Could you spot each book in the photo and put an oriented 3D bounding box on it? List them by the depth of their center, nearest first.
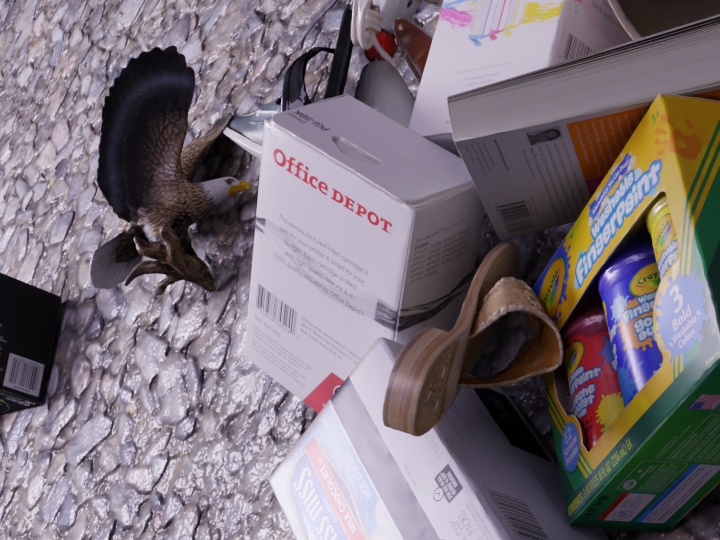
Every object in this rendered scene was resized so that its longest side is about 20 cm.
[{"bbox_3d":[0.164,-0.080,0.812,0.199,0.134,0.048,-14,61,12],"label":"book"}]

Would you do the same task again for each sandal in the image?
[{"bbox_3d":[0.086,0.049,0.817,0.069,0.212,0.078,17,116,19],"label":"sandal"},{"bbox_3d":[-0.045,-0.112,1.045,0.075,0.048,0.202,131,156,-81],"label":"sandal"}]

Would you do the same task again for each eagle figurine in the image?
[{"bbox_3d":[-0.175,-0.080,1.258,0.152,0.150,0.201,-47,48,48],"label":"eagle figurine"}]

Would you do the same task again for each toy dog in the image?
[{"bbox_3d":[0.042,-0.136,1.065,0.132,0.096,0.202,-62,-21,-71],"label":"toy dog"}]

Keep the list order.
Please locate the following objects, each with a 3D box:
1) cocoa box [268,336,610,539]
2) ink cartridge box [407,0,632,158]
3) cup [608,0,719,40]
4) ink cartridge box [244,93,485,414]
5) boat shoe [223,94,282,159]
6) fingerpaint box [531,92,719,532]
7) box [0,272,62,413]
[{"bbox_3d":[0.054,0.166,0.846,0.131,0.133,0.200,-52,40,16],"label":"cocoa box"},{"bbox_3d":[0.138,-0.160,0.950,0.125,0.128,0.201,-3,66,49],"label":"ink cartridge box"},{"bbox_3d":[0.242,-0.230,0.852,0.200,0.200,0.143,-44,14,21],"label":"cup"},{"bbox_3d":[0.000,0.000,0.944,0.146,0.083,0.201,34,130,34],"label":"ink cartridge box"},{"bbox_3d":[-0.059,-0.118,1.180,0.062,0.073,0.200,-60,27,-3],"label":"boat shoe"},{"bbox_3d":[0.172,0.030,0.774,0.200,0.073,0.168,116,155,-52],"label":"fingerpaint box"},{"bbox_3d":[-0.438,0.078,1.436,0.199,0.148,0.125,-15,59,42],"label":"box"}]
